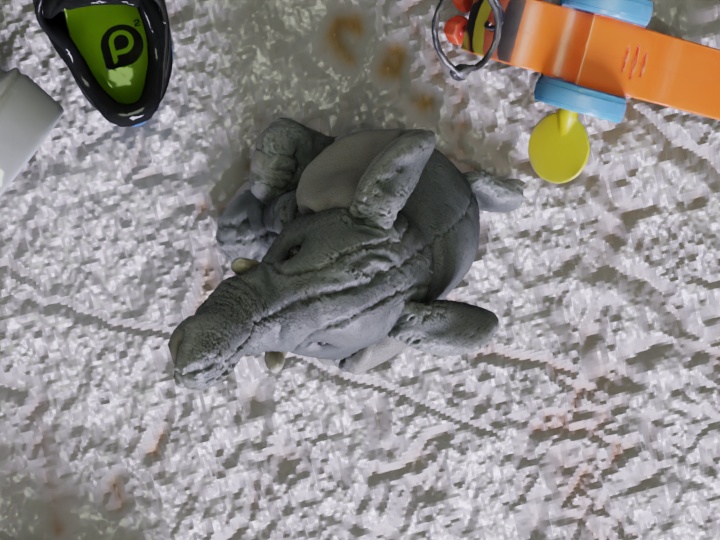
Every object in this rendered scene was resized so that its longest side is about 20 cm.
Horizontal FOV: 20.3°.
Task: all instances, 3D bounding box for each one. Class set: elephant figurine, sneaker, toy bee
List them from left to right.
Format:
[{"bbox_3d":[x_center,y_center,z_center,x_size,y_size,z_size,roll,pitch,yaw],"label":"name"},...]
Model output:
[{"bbox_3d":[-0.131,-0.161,0.970,0.070,0.083,0.201,-17,116,-3],"label":"sneaker"},{"bbox_3d":[0.000,0.000,0.969,0.141,0.200,0.156,31,95,-10],"label":"elephant figurine"},{"bbox_3d":[0.099,-0.125,1.022,0.199,0.108,0.132,35,86,-35],"label":"toy bee"}]

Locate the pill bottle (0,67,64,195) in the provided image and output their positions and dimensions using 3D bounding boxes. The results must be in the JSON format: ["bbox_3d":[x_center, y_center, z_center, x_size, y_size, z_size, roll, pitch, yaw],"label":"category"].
[{"bbox_3d":[-0.247,-0.106,0.968,0.200,0.114,0.114,41,93,-11],"label":"pill bottle"}]
